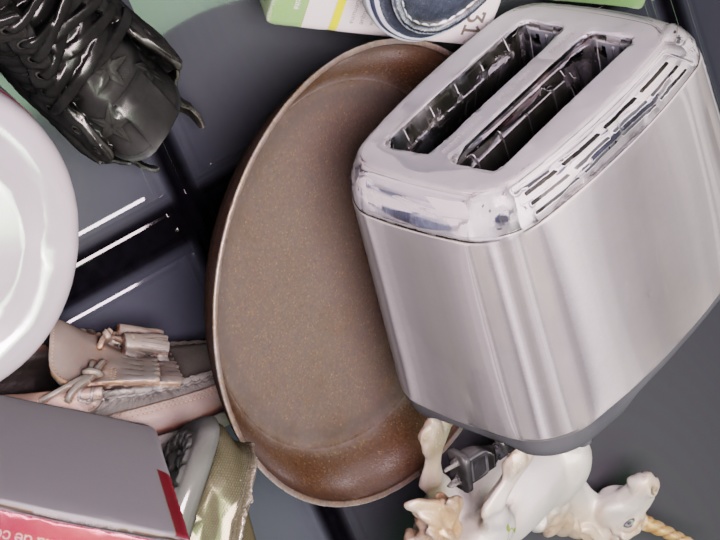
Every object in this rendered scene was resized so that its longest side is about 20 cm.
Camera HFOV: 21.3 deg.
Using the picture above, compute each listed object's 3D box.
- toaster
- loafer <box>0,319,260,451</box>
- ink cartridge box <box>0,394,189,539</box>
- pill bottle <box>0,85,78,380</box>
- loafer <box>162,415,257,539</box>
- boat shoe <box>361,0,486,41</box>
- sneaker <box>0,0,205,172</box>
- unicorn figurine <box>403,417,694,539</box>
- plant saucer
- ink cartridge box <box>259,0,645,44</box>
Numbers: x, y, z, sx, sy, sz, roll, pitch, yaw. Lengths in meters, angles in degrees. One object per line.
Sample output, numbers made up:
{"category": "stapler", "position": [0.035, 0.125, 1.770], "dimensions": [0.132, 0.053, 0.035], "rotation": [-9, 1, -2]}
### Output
{"category": "toaster", "position": [0.075, -0.020, 0.794], "dimensions": [0.200, 0.113, 0.130], "rotation": [-42, 130, -30]}
{"category": "loafer", "position": [-0.138, 0.051, 0.796], "dimensions": [0.198, 0.072, 0.064], "rotation": [-13, 105, -16]}
{"category": "ink cartridge box", "position": [-0.131, 0.164, 0.710], "dimensions": [0.082, 0.146, 0.202], "rotation": [13, 98, -14]}
{"category": "pill bottle", "position": [-0.173, -0.035, 0.675], "dimensions": [0.108, 0.200, 0.110], "rotation": [-7, 110, -21]}
{"category": "loafer", "position": [-0.057, 0.157, 0.768], "dimensions": [0.069, 0.075, 0.202], "rotation": [3, 100, -12]}
{"category": "boat shoe", "position": [0.064, -0.152, 0.708], "dimensions": [0.070, 0.091, 0.201], "rotation": [11, 126, -30]}
{"category": "sneaker", "position": [-0.105, -0.086, 0.711], "dimensions": [0.104, 0.200, 0.060], "rotation": [41, 84, -3]}
{"category": "unicorn figurine", "position": [0.082, 0.096, 0.893], "dimensions": [0.199, 0.074, 0.138], "rotation": [-19, 131, -30]}
{"category": "plant saucer", "position": [0.000, 0.000, 0.825], "dimensions": [0.199, 0.032, 0.202], "rotation": [-15, 110, -45]}
{"category": "ink cartridge box", "position": [0.066, -0.165, 0.796], "dimensions": [0.198, 0.048, 0.146], "rotation": [3, 130, -23]}
